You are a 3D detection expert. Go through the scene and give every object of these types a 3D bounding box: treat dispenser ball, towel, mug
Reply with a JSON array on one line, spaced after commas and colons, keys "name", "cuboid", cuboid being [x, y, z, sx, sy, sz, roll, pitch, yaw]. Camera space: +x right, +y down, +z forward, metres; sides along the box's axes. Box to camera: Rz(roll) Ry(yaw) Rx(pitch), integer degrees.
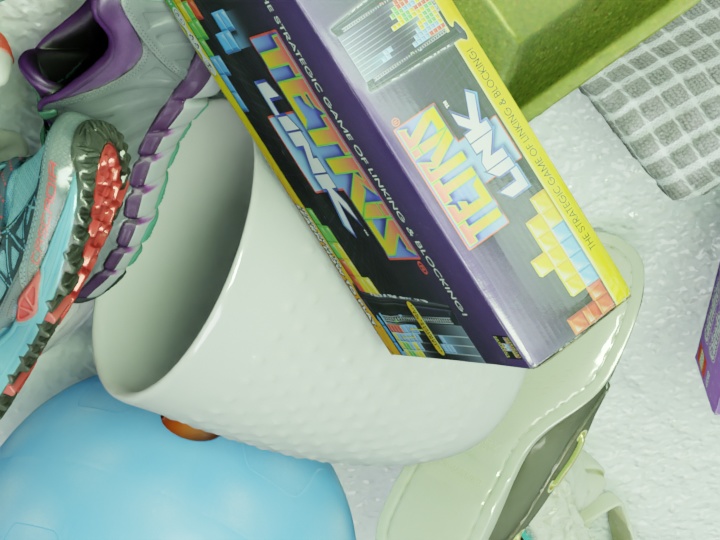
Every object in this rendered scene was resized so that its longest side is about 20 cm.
[{"name": "treat dispenser ball", "cuboid": [-0.101, 0.148, 1.308, 0.201, 0.201, 0.201, 0, 138, 0]}, {"name": "towel", "cuboid": [0.162, -0.131, 1.089, 0.200, 0.086, 0.166, -29, 129, 28]}, {"name": "mug", "cuboid": [0.000, 0.000, 1.193, 0.175, 0.148, 0.200, 22, 124, -28]}]

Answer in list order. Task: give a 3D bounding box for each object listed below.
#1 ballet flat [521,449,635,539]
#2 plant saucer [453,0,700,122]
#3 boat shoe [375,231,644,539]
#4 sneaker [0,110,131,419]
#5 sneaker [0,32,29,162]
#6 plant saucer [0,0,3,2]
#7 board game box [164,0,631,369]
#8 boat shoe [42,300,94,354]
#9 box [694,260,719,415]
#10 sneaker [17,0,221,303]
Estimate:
[{"name": "ballet flat", "cuboid": [0.109, 0.133, 1.404, 0.072, 0.072, 0.200, -14, 138, 15]}, {"name": "plant saucer", "cuboid": [0.070, -0.182, 1.006, 0.200, 0.048, 0.200, -35, 91, 32]}, {"name": "boat shoe", "cuboid": [0.080, 0.071, 1.286, 0.202, 0.072, 0.060, -58, 158, 5]}, {"name": "sneaker", "cuboid": [-0.170, -0.005, 1.134, 0.095, 0.079, 0.200, 28, 136, -7]}, {"name": "sneaker", "cuboid": [-0.209, -0.106, 1.143, 0.093, 0.070, 0.200, -23, 132, -6]}, {"name": "plant saucer", "cuboid": [-0.177, -0.177, 1.028, 0.200, 0.036, 0.200, -10, 128, -13]}, {"name": "board game box", "cuboid": [0.007, -0.058, 1.033, 0.057, 0.165, 0.200, -35, 100, -14]}, {"name": "boat shoe", "cuboid": [-0.204, 0.046, 1.293, 0.200, 0.070, 0.071, -28, 131, 27]}, {"name": "box", "cuboid": [0.261, 0.002, 1.171, 0.200, 0.039, 0.137, -5, 141, -9]}, {"name": "sneaker", "cuboid": [-0.126, -0.069, 1.159, 0.087, 0.074, 0.200, 7, 130, -30]}]
